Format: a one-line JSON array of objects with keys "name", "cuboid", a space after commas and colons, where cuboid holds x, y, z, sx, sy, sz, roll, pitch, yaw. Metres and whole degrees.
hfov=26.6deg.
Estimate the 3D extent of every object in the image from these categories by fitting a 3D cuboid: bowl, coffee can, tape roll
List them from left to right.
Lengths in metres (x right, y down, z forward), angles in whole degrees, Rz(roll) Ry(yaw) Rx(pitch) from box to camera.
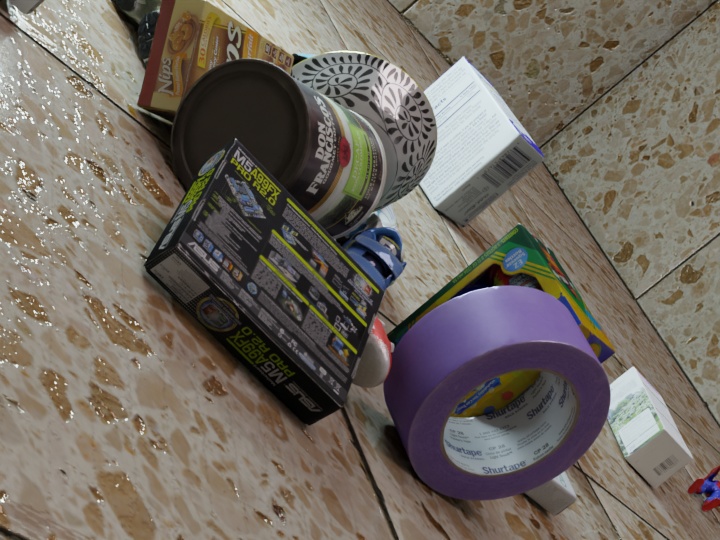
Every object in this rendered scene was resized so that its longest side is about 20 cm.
[{"name": "coffee can", "cuboid": [-0.077, -0.115, 1.512, 0.146, 0.146, 0.200, 55, 14, 19]}, {"name": "bowl", "cuboid": [-0.019, -0.130, 1.669, 0.201, 0.201, 0.094, 46, 28, -18]}, {"name": "tape roll", "cuboid": [0.128, 0.117, 1.437, 0.200, 0.200, 0.085, 40, 16, -38]}]

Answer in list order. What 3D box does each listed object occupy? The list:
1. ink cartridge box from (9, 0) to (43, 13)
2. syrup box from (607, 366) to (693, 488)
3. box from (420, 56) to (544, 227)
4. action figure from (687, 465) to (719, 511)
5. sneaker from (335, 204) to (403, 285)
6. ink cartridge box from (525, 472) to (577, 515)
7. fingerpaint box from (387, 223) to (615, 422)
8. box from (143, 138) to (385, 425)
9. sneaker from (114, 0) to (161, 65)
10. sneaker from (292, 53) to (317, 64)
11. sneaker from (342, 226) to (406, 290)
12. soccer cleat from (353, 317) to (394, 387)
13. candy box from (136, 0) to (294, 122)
[{"name": "ink cartridge box", "cuboid": [-0.372, -0.348, 1.377, 0.200, 0.043, 0.196, 41, 16, -40]}, {"name": "syrup box", "cuboid": [0.446, 0.245, 2.399, 0.081, 0.079, 0.200, 45, 14, -21]}, {"name": "box", "cuboid": [0.168, -0.209, 2.495, 0.105, 0.184, 0.200, 30, 24, -52]}, {"name": "action figure", "cuboid": [0.633, 0.370, 2.648, 0.065, 0.099, 0.200, 55, 12, 16]}, {"name": "sneaker", "cuboid": [0.016, -0.036, 1.802, 0.087, 0.075, 0.200, 56, 17, -19]}, {"name": "ink cartridge box", "cuboid": [0.148, 0.160, 1.735, 0.200, 0.043, 0.196, 39, 18, -32]}, {"name": "fingerpaint box", "cuboid": [0.137, 0.078, 1.576, 0.073, 0.200, 0.167, 37, 19, -41]}, {"name": "box", "cuboid": [-0.075, 0.009, 1.288, 0.200, 0.044, 0.160, 46, 35, -19]}, {"name": "sneaker", "cuboid": [-0.199, -0.261, 1.667, 0.086, 0.078, 0.200, 40, 16, -48]}, {"name": "sneaker", "cuboid": [-0.055, -0.239, 2.137, 0.090, 0.078, 0.200, 16, 28, -35]}, {"name": "sneaker", "cuboid": [0.000, 0.000, 1.595, 0.074, 0.082, 0.200, 50, 15, -9]}, {"name": "soccer cleat", "cuboid": [-0.043, 0.031, 1.420, 0.085, 0.069, 0.200, 12, 38, -53]}, {"name": "candy box", "cuboid": [-0.145, -0.197, 1.571, 0.055, 0.116, 0.200, 11, -4, 24]}]
